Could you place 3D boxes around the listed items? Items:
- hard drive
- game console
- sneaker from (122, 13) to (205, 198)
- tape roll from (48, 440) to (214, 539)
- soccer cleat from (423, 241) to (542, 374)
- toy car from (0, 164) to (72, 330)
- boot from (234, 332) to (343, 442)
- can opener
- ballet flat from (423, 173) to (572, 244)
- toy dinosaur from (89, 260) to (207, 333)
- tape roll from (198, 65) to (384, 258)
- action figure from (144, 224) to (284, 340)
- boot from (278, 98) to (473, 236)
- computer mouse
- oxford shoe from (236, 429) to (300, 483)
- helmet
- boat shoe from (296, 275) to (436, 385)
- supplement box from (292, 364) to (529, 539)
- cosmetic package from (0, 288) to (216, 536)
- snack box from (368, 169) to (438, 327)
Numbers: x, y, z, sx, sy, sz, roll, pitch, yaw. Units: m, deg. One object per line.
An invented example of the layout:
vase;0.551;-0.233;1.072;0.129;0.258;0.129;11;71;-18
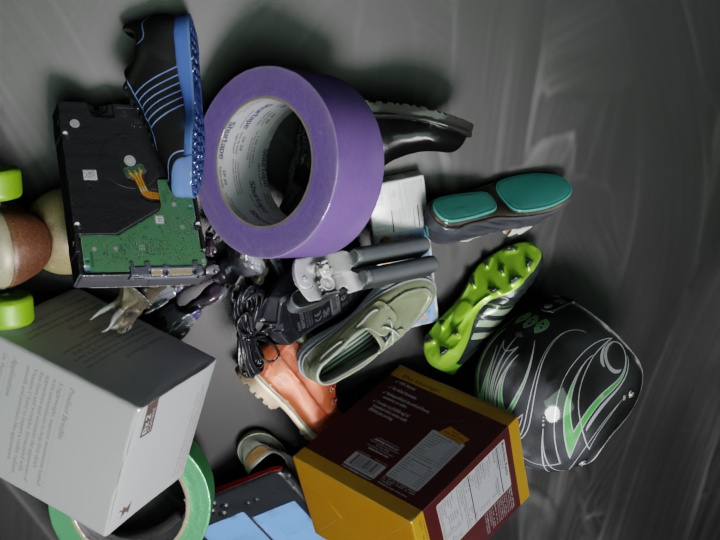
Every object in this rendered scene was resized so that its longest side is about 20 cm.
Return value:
hard drive;-0.243;-0.080;1.168;0.139;0.201;0.038;-2;157;-29
game console;-0.118;0.344;1.447;0.176;0.031;0.200;-23;122;26
sneaker;-0.209;-0.172;1.171;0.077;0.070;0.202;-5;79;3
tape roll;-0.282;0.280;1.373;0.199;0.048;0.202;-1;104;-2
soccer cleat;0.158;0.047;1.410;0.200;0.067;0.081;-47;147;0
toy car;-0.337;-0.045;1.211;0.199;0.157;0.165;-13;110;-37
boot;-0.051;0.152;1.394;0.107;0.075;0.200;-44;117;1
can opener;0.000;0.000;1.291;0.199;0.066;0.053;-13;74;-33
ballet flat;0.163;-0.071;1.353;0.199;0.073;0.074;-13;117;-22
toy dinosaur;-0.229;-0.032;1.208;0.102;0.077;0.202;7;78;-48
tape roll;-0.078;-0.114;1.186;0.085;0.200;0.201;-5;122;-54
action figure;-0.167;0.010;1.299;0.199;0.069;0.131;-33;113;-2
boot;0.017;-0.114;1.266;0.209;0.079;0.159;6;99;-1
computer mouse;-0.076;0.028;1.314;0.199;0.053;0.139;-29;136;-28
oxford shoe;-0.085;0.284;1.451;0.075;0.058;0.200;-42;118;4
helmet;0.237;0.151;1.398;0.191;0.200;0.200;-48;118;-10
boat shoe;0.017;0.075;1.337;0.200;0.062;0.072;-36;121;-10
supplement box;0.064;0.250;1.350;0.200;0.197;0.133;-37;129;-32
cosmetic package;-0.297;0.149;1.222;0.199;0.165;0.166;25;113;14
snack box;0.051;-0.021;1.366;0.071;0.024;0.201;-13;116;-10
